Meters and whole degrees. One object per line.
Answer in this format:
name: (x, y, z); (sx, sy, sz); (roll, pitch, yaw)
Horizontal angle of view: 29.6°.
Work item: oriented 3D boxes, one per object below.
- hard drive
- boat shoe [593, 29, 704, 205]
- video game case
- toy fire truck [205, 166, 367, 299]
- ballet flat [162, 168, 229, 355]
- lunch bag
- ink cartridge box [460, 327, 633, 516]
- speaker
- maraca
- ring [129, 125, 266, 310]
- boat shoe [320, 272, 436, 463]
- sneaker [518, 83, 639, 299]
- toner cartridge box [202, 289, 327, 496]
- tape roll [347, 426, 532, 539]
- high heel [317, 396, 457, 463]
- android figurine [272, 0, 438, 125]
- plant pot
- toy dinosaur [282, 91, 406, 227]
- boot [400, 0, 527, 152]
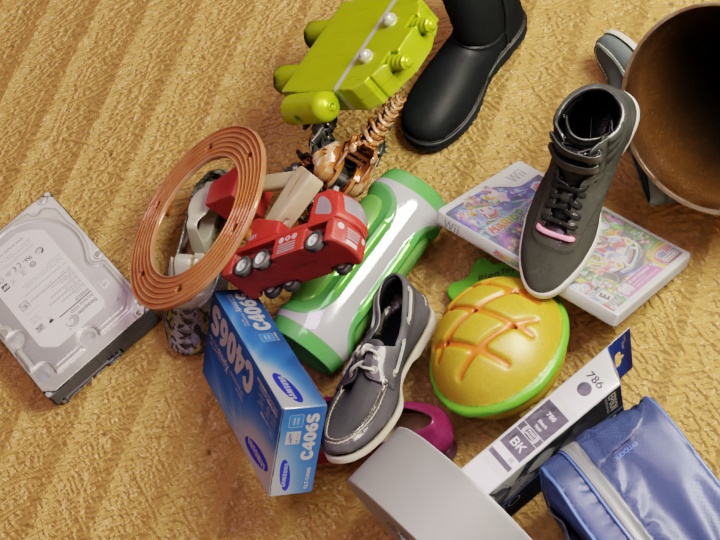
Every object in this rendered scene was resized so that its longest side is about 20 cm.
hard drive: (-0.318, 0.027, 1.412); (0.140, 0.038, 0.200); (-41, 63, -7)
boat shoe: (0.268, -0.150, 1.333); (0.062, 0.073, 0.200); (-23, 66, -2)
video game case: (0.191, -0.030, 1.280); (0.200, 0.018, 0.143); (32, 41, 25)
toy fire truck: (-0.071, -0.048, 1.279); (0.200, 0.049, 0.141); (-19, 48, 38)
ballet flat: (-0.164, -0.016, 1.377); (0.072, 0.072, 0.201); (6, 67, 17)
lunch bag: (0.239, 0.223, 1.120); (0.132, 0.136, 0.200); (-34, 63, -3)
ink cartridge box: (0.175, 0.141, 1.197); (0.200, 0.099, 0.039); (-40, 62, -6)
speaker: (0.000, 0.000, 1.318); (0.088, 0.088, 0.200); (30, 75, 25)
maraca: (0.127, 0.054, 1.252); (0.137, 0.107, 0.200); (-15, 40, 21)
ring: (-0.155, -0.050, 1.319); (0.200, 0.019, 0.201); (-33, 41, 34)
boat shoe: (0.007, 0.084, 1.223); (0.073, 0.063, 0.200); (-3, 41, 33)
sneaker: (0.179, -0.075, 1.179); (0.071, 0.099, 0.200); (23, 90, 21)
toner cartridge box: (-0.091, 0.106, 1.241); (0.043, 0.095, 0.200); (-4, 30, -24)
tape roll: (0.081, 0.222, 1.123); (0.066, 0.200, 0.200); (-44, 62, -10)
high heel: (-0.011, 0.136, 1.247); (0.200, 0.096, 0.068); (2, 65, 15)
android figurine: (-0.003, -0.212, 1.319); (0.200, 0.041, 0.182); (8, 60, 54)
plant pot: (0.367, -0.166, 1.244); (0.187, 0.187, 0.200); (33, 36, 26)
toy dinosaur: (-0.015, -0.106, 1.346); (0.200, 0.102, 0.136); (-21, 39, 29)
boot: (0.095, -0.237, 1.364); (0.076, 0.168, 0.200); (31, 76, 25)
